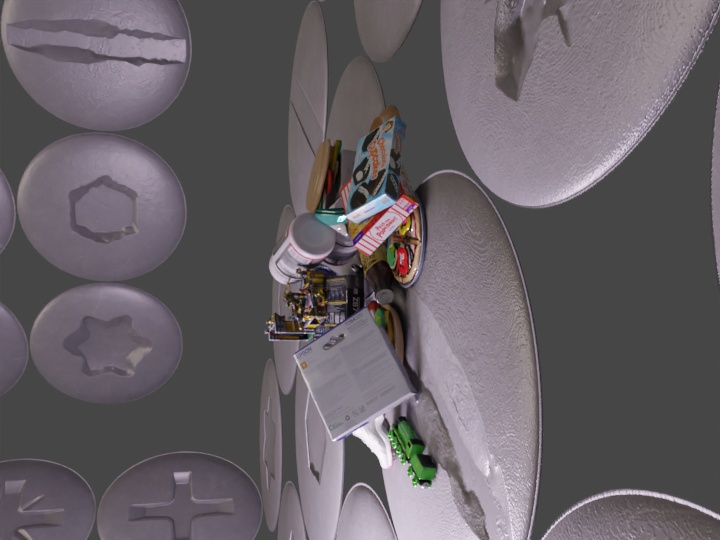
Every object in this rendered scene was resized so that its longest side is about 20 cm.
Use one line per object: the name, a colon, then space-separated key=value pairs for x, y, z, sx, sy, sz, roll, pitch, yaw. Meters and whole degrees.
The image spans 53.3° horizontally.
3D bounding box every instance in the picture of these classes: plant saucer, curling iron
plant saucer: x=0.049 y=-0.271 z=1.615 sx=0.200 sy=0.035 sz=0.202 roll=-179 pitch=90 yaw=-75
curling iron: x=0.000 y=0.000 z=1.630 sx=0.050 sy=0.025 sz=0.200 roll=62 pitch=-171 yaw=7

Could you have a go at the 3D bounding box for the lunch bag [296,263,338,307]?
lunch bag: x=-0.101 y=0.080 z=1.875 sx=0.201 sy=0.126 sz=0.169 roll=66 pitch=163 yaw=-2

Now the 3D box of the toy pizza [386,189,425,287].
toy pizza: x=0.086 y=-0.066 z=1.464 sx=0.200 sy=0.031 sz=0.202 roll=-179 pitch=90 yaw=-75

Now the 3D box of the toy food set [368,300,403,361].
toy food set: x=0.044 y=0.163 z=1.549 sx=0.200 sy=0.048 sz=0.200 roll=157 pitch=113 yaw=-74

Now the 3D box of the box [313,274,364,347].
box: x=-0.053 y=0.094 z=1.631 sx=0.200 sy=0.049 sz=0.163 roll=171 pitch=98 yaw=-65

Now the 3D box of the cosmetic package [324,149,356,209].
cosmetic package: x=-0.031 y=-0.208 z=1.814 sx=0.200 sy=0.084 sz=0.109 roll=127 pitch=146 yaw=-63

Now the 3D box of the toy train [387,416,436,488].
toy train: x=0.098 y=0.345 z=1.382 sx=0.200 sy=0.041 sz=0.057 roll=-126 pitch=50 yaw=-66

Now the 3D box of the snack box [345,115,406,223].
snack box: x=0.032 y=-0.202 z=1.434 sx=0.116 sy=0.037 sz=0.201 roll=-25 pitch=45 yaw=42

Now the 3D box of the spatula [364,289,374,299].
spatula: x=0.024 y=0.052 z=1.709 sx=0.201 sy=0.020 sz=0.057 roll=116 pitch=169 yaw=-51

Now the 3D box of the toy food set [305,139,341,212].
toy food set: x=-0.095 y=-0.228 z=1.793 sx=0.198 sy=0.048 sz=0.202 roll=138 pitch=143 yaw=-71

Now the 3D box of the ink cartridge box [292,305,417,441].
ink cartridge box: x=-0.014 y=0.208 z=1.449 sx=0.201 sy=0.196 sz=0.043 roll=63 pitch=-164 yaw=21

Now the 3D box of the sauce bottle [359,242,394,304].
sauce bottle: x=0.038 y=-0.001 z=1.556 sx=0.201 sy=0.065 sz=0.067 roll=-105 pitch=21 yaw=-58

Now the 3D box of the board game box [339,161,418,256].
board game box: x=0.034 y=-0.149 z=1.470 sx=0.152 sy=0.046 sz=0.201 roll=-46 pitch=34 yaw=24

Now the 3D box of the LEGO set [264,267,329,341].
LEGO set: x=-0.161 y=0.084 z=1.674 sx=0.200 sy=0.115 sz=0.155 roll=143 pitch=126 yaw=-61

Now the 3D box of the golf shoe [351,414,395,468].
golf shoe: x=0.019 y=0.330 z=1.508 sx=0.075 sy=0.091 sz=0.202 roll=-102 pitch=-2 yaw=-74

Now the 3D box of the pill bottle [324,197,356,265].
pill bottle: x=-0.043 y=-0.099 z=1.766 sx=0.200 sy=0.113 sz=0.115 roll=123 pitch=145 yaw=-64

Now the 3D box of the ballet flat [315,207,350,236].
ballet flat: x=-0.014 y=-0.111 z=1.598 sx=0.067 sy=0.198 sz=0.071 roll=-23 pitch=-73 yaw=-62

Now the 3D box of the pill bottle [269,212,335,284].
pill bottle: x=-0.144 y=-0.046 z=1.713 sx=0.200 sy=0.113 sz=0.115 roll=137 pitch=133 yaw=-58
